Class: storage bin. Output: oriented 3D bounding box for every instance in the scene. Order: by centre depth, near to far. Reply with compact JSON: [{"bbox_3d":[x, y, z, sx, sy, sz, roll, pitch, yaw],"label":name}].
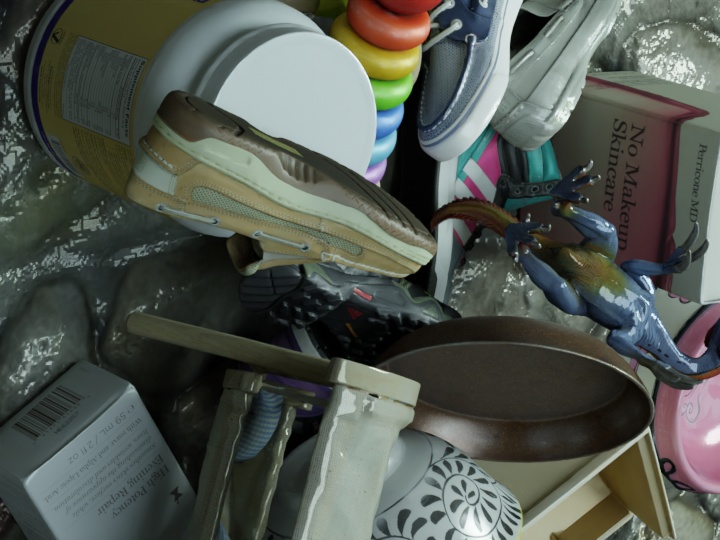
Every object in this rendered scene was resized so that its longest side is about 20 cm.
[{"bbox_3d":[0.124,0.198,1.587,0.200,0.094,0.199,-38,145,-10],"label":"storage bin"}]

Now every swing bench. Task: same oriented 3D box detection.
[{"bbox_3d":[-0.061,0.147,1.306,0.130,0.200,0.199,20,84,-47],"label":"swing bench"}]

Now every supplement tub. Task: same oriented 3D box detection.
[{"bbox_3d":[-0.099,-0.102,1.283,0.145,0.200,0.145,-14,113,-35],"label":"supplement tub"}]

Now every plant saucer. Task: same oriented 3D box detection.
[{"bbox_3d":[0.098,0.078,1.427,0.200,0.200,0.034,32,53,-41],"label":"plant saucer"}]

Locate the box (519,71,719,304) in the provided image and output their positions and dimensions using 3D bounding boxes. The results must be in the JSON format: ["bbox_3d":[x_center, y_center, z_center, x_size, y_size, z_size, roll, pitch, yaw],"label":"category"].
[{"bbox_3d":[0.224,-0.065,1.557,0.109,0.200,0.128,-7,109,-36],"label":"box"}]

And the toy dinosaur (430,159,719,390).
[{"bbox_3d":[0.179,0.008,1.453,0.105,0.200,0.181,-51,127,-12],"label":"toy dinosaur"}]

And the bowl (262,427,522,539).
[{"bbox_3d":[-0.001,0.163,1.422,0.201,0.201,0.094,-36,114,-24],"label":"bowl"}]

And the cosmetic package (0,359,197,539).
[{"bbox_3d":[-0.163,0.169,1.410,0.102,0.074,0.200,-42,125,-22],"label":"cosmetic package"}]

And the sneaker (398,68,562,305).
[{"bbox_3d":[0.086,-0.044,1.536,0.121,0.084,0.200,2,103,-30],"label":"sneaker"}]

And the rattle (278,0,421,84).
[{"bbox_3d":[-0.019,-0.149,1.447,0.130,0.143,0.200,-16,136,0],"label":"rattle"}]

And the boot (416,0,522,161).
[{"bbox_3d":[0.055,-0.172,1.439,0.090,0.073,0.200,37,50,-27],"label":"boot"}]

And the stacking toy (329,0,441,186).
[{"bbox_3d":[0.002,-0.128,1.325,0.085,0.085,0.200,-9,138,-37],"label":"stacking toy"}]

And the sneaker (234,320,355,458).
[{"bbox_3d":[-0.027,0.106,1.515,0.088,0.076,0.200,-32,136,8],"label":"sneaker"}]

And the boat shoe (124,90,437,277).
[{"bbox_3d":[-0.047,-0.031,1.182,0.200,0.072,0.076,26,103,-34],"label":"boat shoe"}]

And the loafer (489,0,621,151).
[{"bbox_3d":[0.134,-0.170,1.509,0.070,0.070,0.200,37,46,-12],"label":"loafer"}]

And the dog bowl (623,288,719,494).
[{"bbox_3d":[0.294,0.097,1.754,0.200,0.074,0.200,-13,112,-35],"label":"dog bowl"}]

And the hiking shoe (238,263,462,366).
[{"bbox_3d":[0.000,0.000,1.433,0.200,0.076,0.101,26,49,-42],"label":"hiking shoe"}]
